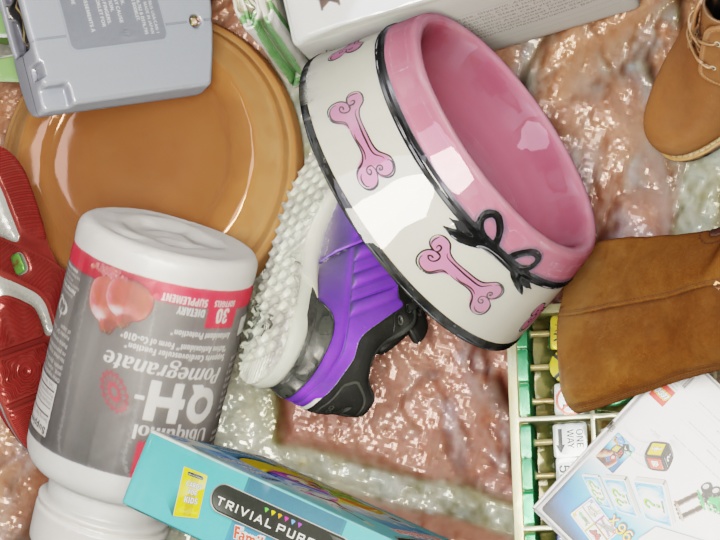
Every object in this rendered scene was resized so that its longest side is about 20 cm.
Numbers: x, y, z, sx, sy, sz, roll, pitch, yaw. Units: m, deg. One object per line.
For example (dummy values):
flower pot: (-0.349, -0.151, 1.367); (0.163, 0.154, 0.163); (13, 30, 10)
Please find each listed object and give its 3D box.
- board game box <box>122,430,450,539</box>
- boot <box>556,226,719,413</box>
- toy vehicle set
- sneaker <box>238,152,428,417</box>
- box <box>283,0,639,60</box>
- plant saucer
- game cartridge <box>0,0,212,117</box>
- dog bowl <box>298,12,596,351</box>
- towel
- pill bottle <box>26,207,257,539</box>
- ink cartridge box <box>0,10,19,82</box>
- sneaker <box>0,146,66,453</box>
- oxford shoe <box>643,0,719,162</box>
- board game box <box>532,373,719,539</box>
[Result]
board game box: (-0.013, 0.154, 1.426); (0.199, 0.151, 0.047); (22, 90, 24)
boot: (0.204, -0.020, 1.422); (0.199, 0.068, 0.190); (-14, 63, 42)
toy vehicle set: (0.151, 0.118, 1.470); (0.123, 0.027, 0.202); (-5, 79, 13)
sneaker: (0.000, 0.000, 1.513); (0.099, 0.069, 0.201); (29, 63, -20)
box: (0.045, -0.237, 1.507); (0.199, 0.131, 0.200); (-15, 77, 11)
plant saucer: (-0.135, -0.066, 1.571); (0.199, 0.037, 0.202); (-2, 80, 13)
game cartridge: (-0.161, -0.196, 1.522); (0.133, 0.040, 0.201); (-11, 82, -29)
dog bowl: (0.056, -0.058, 1.430); (0.074, 0.200, 0.201); (-34, 73, 22)
towel: (-0.069, -0.221, 1.521); (0.023, 0.153, 0.201); (-15, 78, 7)
pill bottle: (-0.136, 0.072, 1.494); (0.110, 0.111, 0.201); (18, 103, 17)
ink cartridge box: (-0.211, -0.194, 1.578); (0.103, 0.059, 0.201); (5, 67, 16)
sneaker: (-0.229, 0.018, 1.573); (0.078, 0.115, 0.201); (-18, 100, -31)
oxford shoe: (0.206, -0.136, 1.435); (0.071, 0.071, 0.200); (55, 136, 25)
board game box: (0.210, 0.158, 1.415); (0.126, 0.035, 0.200); (-46, 73, 1)
